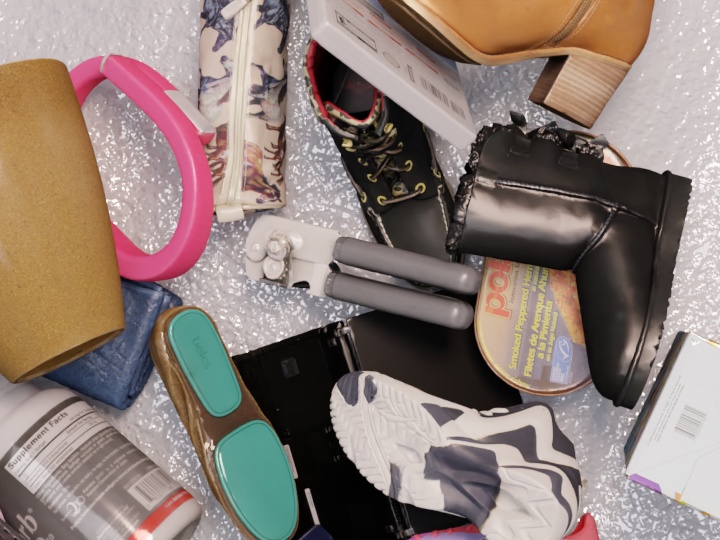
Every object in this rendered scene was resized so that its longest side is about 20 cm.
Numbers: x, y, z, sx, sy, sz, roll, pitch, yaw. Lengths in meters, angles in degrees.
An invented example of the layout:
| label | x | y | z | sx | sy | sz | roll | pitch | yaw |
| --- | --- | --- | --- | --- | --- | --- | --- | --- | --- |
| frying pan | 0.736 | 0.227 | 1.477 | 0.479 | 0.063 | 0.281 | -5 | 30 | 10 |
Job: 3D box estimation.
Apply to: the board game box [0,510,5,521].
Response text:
| label | x | y | z | sx | sy | sz | roll | pitch | yaw |
| --- | --- | --- | --- | --- | --- | --- | --- | --- | --- |
| board game box | -0.334 | 0.275 | 1.223 | 0.200 | 0.041 | 0.200 | -13 | 102 | 30 |

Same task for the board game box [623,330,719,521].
| label | x | y | z | sx | sy | sz | roll | pitch | yaw |
| --- | --- | --- | --- | --- | --- | --- | --- | --- | --- |
| board game box | 0.250 | 0.109 | 1.094 | 0.103 | 0.200 | 0.105 | 25 | 93 | 9 |

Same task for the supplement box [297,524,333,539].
| label | x | y | z | sx | sy | sz | roll | pitch | yaw |
| --- | --- | --- | --- | --- | --- | --- | --- | --- | --- |
| supplement box | -0.072 | 0.306 | 1.179 | 0.109 | 0.110 | 0.200 | 44 | 107 | 7 |

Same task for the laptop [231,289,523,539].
| label | x | y | z | sx | sy | sz | roll | pitch | yaw |
| --- | --- | --- | --- | --- | --- | --- | --- | --- | --- |
| laptop | 0.016 | 0.122 | 1.233 | 0.200 | 0.103 | 0.177 | -20 | 85 | 35 |

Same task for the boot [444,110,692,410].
| label | x | y | z | sx | sy | sz | roll | pitch | yaw |
| --- | --- | --- | --- | --- | --- | --- | --- | --- | --- |
| boot | 0.140 | -0.011 | 1.120 | 0.162 | 0.073 | 0.198 | 15 | 67 | 0 |

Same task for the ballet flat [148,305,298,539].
| label | x | y | z | sx | sy | sz | roll | pitch | yaw |
| --- | --- | --- | --- | --- | --- | --- | --- | --- | --- |
| ballet flat | -0.111 | 0.122 | 1.217 | 0.068 | 0.072 | 0.200 | -29 | 93 | -31 |

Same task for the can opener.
| label | x | y | z | sx | sy | sz | roll | pitch | yaw |
| --- | --- | --- | --- | --- | --- | --- | --- | --- | --- |
| can opener | 0.000 | 0.000 | 1.185 | 0.200 | 0.066 | 0.053 | 13 | 91 | 29 |

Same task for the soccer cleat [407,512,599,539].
| label | x | y | z | sx | sy | sz | roll | pitch | yaw |
| --- | --- | --- | --- | --- | --- | --- | --- | --- | --- |
| soccer cleat | 0.086 | 0.213 | 1.171 | 0.200 | 0.067 | 0.077 | 5 | 75 | -13 |

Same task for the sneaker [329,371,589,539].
| label | x | y | z | sx | sy | sz | roll | pitch | yaw |
| --- | --- | --- | --- | --- | --- | --- | --- | --- | --- |
| sneaker | 0.082 | 0.129 | 1.165 | 0.199 | 0.130 | 0.080 | 22 | 106 | 24 |

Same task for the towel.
| label | x | y | z | sx | sy | sz | roll | pitch | yaw |
| --- | --- | --- | --- | --- | --- | --- | --- | --- | --- |
| towel | -0.251 | 0.025 | 1.262 | 0.200 | 0.049 | 0.112 | 24 | 94 | 9 |

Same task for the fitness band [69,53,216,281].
| label | x | y | z | sx | sy | sz | roll | pitch | yaw |
| --- | --- | --- | --- | --- | --- | --- | --- | --- | --- |
| fitness band | -0.181 | -0.080 | 1.215 | 0.200 | 0.037 | 0.144 | 44 | 117 | 30 |

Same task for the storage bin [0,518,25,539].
| label | x | y | z | sx | sy | sz | roll | pitch | yaw |
| --- | --- | --- | --- | --- | --- | --- | --- | --- | --- |
| storage bin | -0.332 | 0.253 | 1.135 | 0.135 | 0.094 | 0.200 | 39 | 119 | 9 |

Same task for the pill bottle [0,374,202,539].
| label | x | y | z | sx | sy | sz | roll | pitch | yaw |
| --- | --- | --- | --- | --- | --- | --- | --- | --- | --- |
| pill bottle | -0.231 | 0.164 | 1.222 | 0.200 | 0.116 | 0.116 | 40 | 96 | 9 |

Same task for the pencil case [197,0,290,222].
| label | x | y | z | sx | sy | sz | roll | pitch | yaw |
| --- | --- | --- | --- | --- | --- | --- | --- | --- | --- |
| pencil case | -0.091 | -0.136 | 1.215 | 0.078 | 0.089 | 0.200 | 3 | 91 | 10 |

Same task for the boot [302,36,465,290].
| label | x | y | z | sx | sy | sz | roll | pitch | yaw |
| --- | --- | --- | --- | --- | --- | --- | --- | --- | --- |
| boot | 0.015 | -0.082 | 1.162 | 0.073 | 0.154 | 0.204 | -19 | 86 | 9 |

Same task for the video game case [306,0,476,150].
| label | x | y | z | sx | sy | sz | roll | pitch | yaw |
| --- | --- | --- | --- | --- | --- | --- | --- | --- | --- |
| video game case | 0.014 | -0.183 | 1.122 | 0.143 | 0.200 | 0.018 | 34 | 118 | -29 |

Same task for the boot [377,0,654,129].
| label | x | y | z | sx | sy | sz | roll | pitch | yaw |
| --- | --- | --- | --- | --- | --- | --- | --- | --- | --- |
| boot | 0.119 | -0.206 | 1.088 | 0.200 | 0.077 | 0.155 | 25 | 93 | -15 |

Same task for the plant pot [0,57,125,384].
| label | x | y | z | sx | sy | sz | roll | pitch | yaw |
| --- | --- | --- | --- | --- | --- | --- | --- | --- | --- |
| plant pot | -0.259 | -0.025 | 1.163 | 0.186 | 0.186 | 0.200 | -27 | 85 | 9 |

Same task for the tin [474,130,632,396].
| label | x | y | z | sx | sy | sz | roll | pitch | yaw |
| --- | --- | --- | --- | --- | --- | --- | --- | --- | --- |
| tin | 0.148 | -0.005 | 1.193 | 0.112 | 0.042 | 0.200 | 10 | 89 | 3 |
